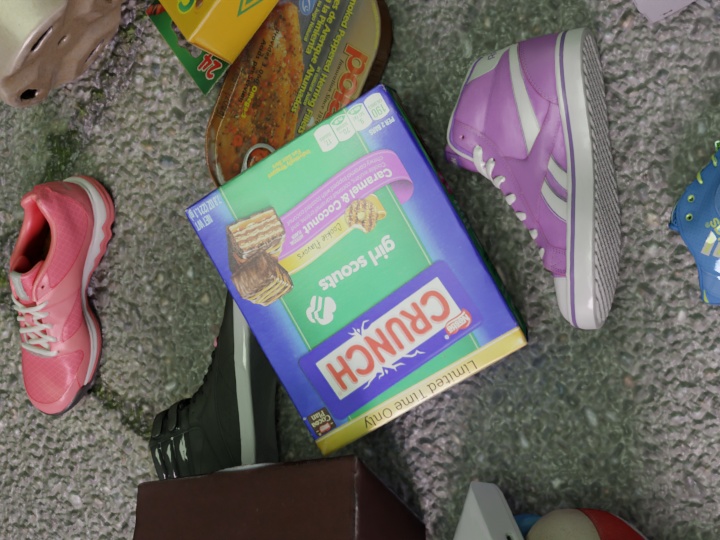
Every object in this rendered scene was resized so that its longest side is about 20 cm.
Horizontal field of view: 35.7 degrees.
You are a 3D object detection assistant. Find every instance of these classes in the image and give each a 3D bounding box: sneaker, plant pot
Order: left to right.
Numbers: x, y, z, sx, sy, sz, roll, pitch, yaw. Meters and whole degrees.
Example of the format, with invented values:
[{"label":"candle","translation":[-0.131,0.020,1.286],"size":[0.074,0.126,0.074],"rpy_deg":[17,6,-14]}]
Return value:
[{"label":"plant pot","translation":[-0.290,-0.237,0.878],"size":[0.183,0.200,0.201],"rpy_deg":[44,108,2]},{"label":"sneaker","translation":[-0.262,0.021,0.920],"size":[0.073,0.087,0.203],"rpy_deg":[10,96,22]},{"label":"sneaker","translation":[-0.118,0.096,0.871],"size":[0.098,0.071,0.203],"rpy_deg":[2,98,17]},{"label":"sneaker","translation":[0.116,-0.056,0.774],"size":[0.113,0.072,0.204],"rpy_deg":[-8,79,26]},{"label":"sneaker","translation":[0.246,-0.066,0.712],"size":[0.104,0.076,0.203],"rpy_deg":[-2,93,23]}]

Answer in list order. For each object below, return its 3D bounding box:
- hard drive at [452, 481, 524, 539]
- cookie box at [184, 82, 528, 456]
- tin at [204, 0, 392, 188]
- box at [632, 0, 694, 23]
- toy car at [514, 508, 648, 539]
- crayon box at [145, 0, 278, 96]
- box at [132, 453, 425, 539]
[{"label":"hard drive","translation":[0.073,0.265,0.755],"size":[0.026,0.132,0.203],"rpy_deg":[8,113,-14]},{"label":"cookie box","translation":[0.000,0.000,0.791],"size":[0.170,0.075,0.202],"rpy_deg":[-30,91,12]},{"label":"tin","translation":[-0.046,-0.136,0.850],"size":[0.111,0.042,0.202],"rpy_deg":[28,102,23]},{"label":"box","translation":[0.174,-0.275,0.704],"size":[0.097,0.124,0.202],"rpy_deg":[-28,83,21]},{"label":"toy car","translation":[0.199,0.251,0.725],"size":[0.197,0.184,0.180],"rpy_deg":[8,83,-14]},{"label":"crayon box","translation":[-0.098,-0.248,0.835],"size":[0.201,0.051,0.127],"rpy_deg":[-51,52,17]},{"label":"box","translation":[-0.051,0.253,0.754],"size":[0.164,0.164,0.203],"rpy_deg":[-9,59,18]}]
